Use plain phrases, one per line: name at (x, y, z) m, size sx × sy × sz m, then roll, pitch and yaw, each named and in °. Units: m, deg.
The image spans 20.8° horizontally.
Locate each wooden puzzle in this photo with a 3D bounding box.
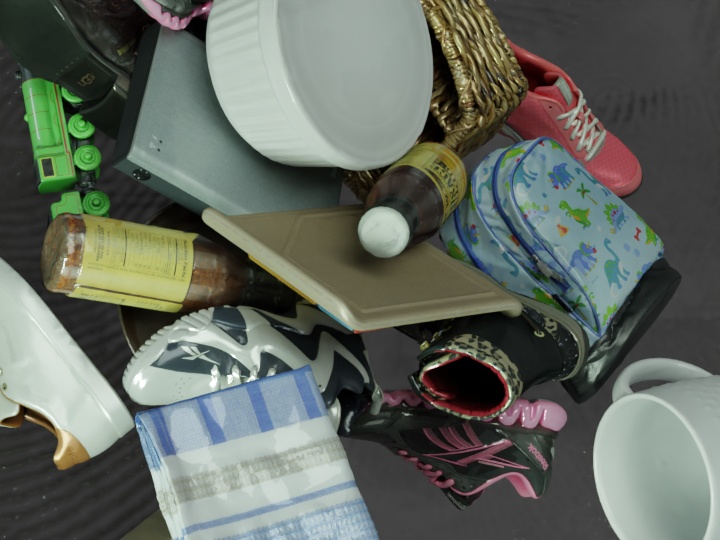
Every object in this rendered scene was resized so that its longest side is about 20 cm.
wooden puzzle at (0.000, 0.000, 1.521) m, size 0.200 × 0.037 × 0.185 m, roll -1°, pitch 26°, yaw -44°

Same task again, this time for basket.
basket at (0.026, -0.179, 1.678) m, size 0.149 × 0.143 × 0.200 m, roll -31°, pitch 82°, yaw -30°

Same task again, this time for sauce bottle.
sauce bottle at (-0.147, 0.001, 1.538) m, size 0.199 × 0.066 × 0.066 m, roll 12°, pitch 64°, yaw -27°
sauce bottle at (0.040, -0.053, 1.553) m, size 0.066 × 0.066 × 0.200 m, roll 40°, pitch 21°, yaw -1°

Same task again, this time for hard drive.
hard drive at (-0.101, -0.098, 1.592) m, size 0.200 × 0.033 × 0.140 m, roll 30°, pitch 52°, yaw -30°

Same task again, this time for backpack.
backpack at (0.164, -0.016, 1.673) m, size 0.200 × 0.154 × 0.163 m, roll 37°, pitch 50°, yaw 12°

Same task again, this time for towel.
towel at (-0.063, 0.171, 1.361) m, size 0.146 × 0.024 × 0.201 m, roll -13°, pitch 72°, yaw -25°

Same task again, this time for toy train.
toy train at (-0.241, -0.093, 1.600) m, size 0.056 × 0.042 × 0.201 m, roll -9°, pitch 71°, yaw -13°

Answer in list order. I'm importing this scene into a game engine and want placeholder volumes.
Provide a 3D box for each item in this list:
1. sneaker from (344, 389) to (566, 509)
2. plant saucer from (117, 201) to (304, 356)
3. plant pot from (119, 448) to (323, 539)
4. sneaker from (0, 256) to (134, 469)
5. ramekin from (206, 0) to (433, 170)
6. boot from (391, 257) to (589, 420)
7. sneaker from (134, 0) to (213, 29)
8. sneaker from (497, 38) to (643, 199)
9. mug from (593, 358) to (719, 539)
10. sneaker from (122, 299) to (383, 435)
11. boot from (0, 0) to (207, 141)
sneaker at (0.070, 0.146, 1.598) m, size 0.199 × 0.079 × 0.096 m, roll 6°, pitch 88°, yaw -13°
plant saucer at (-0.104, 0.032, 1.603) m, size 0.199 × 0.032 × 0.201 m, roll 8°, pitch 67°, yaw -18°
plant pot at (-0.080, 0.240, 1.440) m, size 0.200 × 0.177 × 0.200 m, roll -37°, pitch 84°, yaw -30°
sneaker at (-0.265, 0.065, 1.504) m, size 0.085 × 0.073 × 0.200 m, roll -38°, pitch 76°, yaw -12°
ramekin at (-0.037, -0.175, 1.572) m, size 0.202 × 0.094 × 0.203 m, roll 13°, pitch 73°, yaw -49°
boot at (0.066, 0.050, 1.568) m, size 0.203 × 0.074 × 0.154 m, roll 21°, pitch 21°, yaw 22°
sneaker at (-0.128, -0.250, 1.585) m, size 0.079 × 0.095 × 0.200 m, roll 43°, pitch 22°, yaw 13°
sneaker at (0.173, -0.133, 1.748) m, size 0.200 × 0.087 × 0.074 m, roll 35°, pitch 61°, yaw -5°
mug at (0.295, 0.144, 1.658) m, size 0.175 × 0.148 × 0.200 m, roll -10°, pitch 42°, yaw -33°
sneaker at (-0.072, 0.096, 1.505) m, size 0.199 × 0.080 × 0.130 m, roll -6°, pitch 44°, yaw -31°
boot at (-0.207, -0.215, 1.617) m, size 0.200 × 0.069 × 0.174 m, roll 49°, pitch 41°, yaw -27°
